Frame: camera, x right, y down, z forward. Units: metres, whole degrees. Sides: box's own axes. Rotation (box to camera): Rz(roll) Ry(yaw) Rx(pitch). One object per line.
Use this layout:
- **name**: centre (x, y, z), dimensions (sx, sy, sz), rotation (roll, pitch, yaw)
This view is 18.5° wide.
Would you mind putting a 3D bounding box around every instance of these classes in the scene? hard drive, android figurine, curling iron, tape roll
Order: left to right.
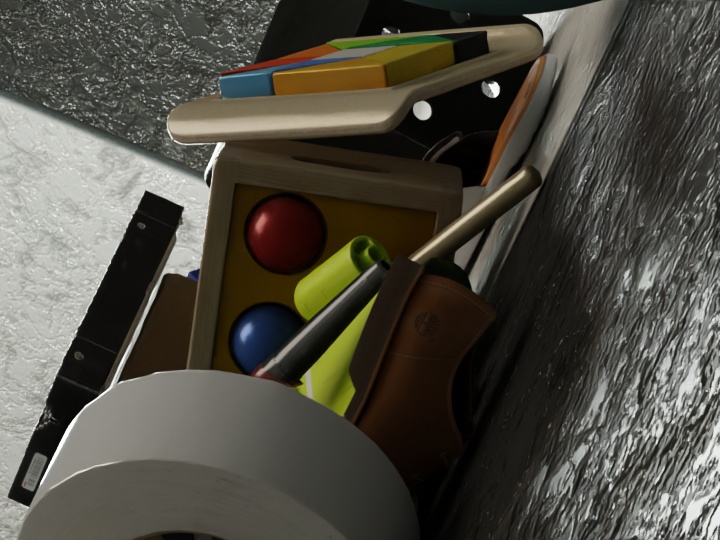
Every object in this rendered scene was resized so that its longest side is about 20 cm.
- **hard drive**: centre (-0.182, 0.056, 1.539), dimensions (0.200, 0.038, 0.140), rotation (-72, 7, -49)
- **tape roll**: centre (-0.071, 0.148, 1.127), dimensions (0.071, 0.202, 0.203), rotation (-71, 5, -51)
- **curling iron**: centre (-0.049, 0.067, 1.268), dimensions (0.200, 0.026, 0.050), rotation (-44, 16, 17)
- **android figurine**: centre (-0.005, 0.076, 1.280), dimensions (0.200, 0.041, 0.183), rotation (-37, 50, 46)

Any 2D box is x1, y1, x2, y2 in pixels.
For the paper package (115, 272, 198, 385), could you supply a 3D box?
- **paper package**: centre (-0.085, 0.126, 1.543), dimensions (0.191, 0.200, 0.104), rotation (-69, 4, -46)

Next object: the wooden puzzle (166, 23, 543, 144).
- **wooden puzzle**: centre (-0.003, -0.129, 1.444), dimensions (0.200, 0.185, 0.037), rotation (-32, -64, -52)

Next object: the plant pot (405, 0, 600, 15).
- **plant pot**: centre (0.110, -0.228, 1.267), dimensions (0.200, 0.134, 0.201), rotation (-158, 90, -88)

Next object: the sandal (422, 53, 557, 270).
- **sandal**: centre (0.075, -0.076, 1.521), dimensions (0.079, 0.059, 0.207), rotation (-70, 4, -53)

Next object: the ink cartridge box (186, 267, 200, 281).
- **ink cartridge box**: centre (-0.041, 0.019, 1.715), dimensions (0.200, 0.094, 0.044), rotation (-21, -35, -45)

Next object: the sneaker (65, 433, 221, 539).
- **sneaker**: centre (-0.129, 0.181, 1.255), dimensions (0.070, 0.108, 0.200), rotation (-106, 26, -54)

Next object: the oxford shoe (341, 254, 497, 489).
- **oxford shoe**: centre (0.019, 0.093, 1.156), dimensions (0.071, 0.071, 0.200), rotation (-58, -12, -60)

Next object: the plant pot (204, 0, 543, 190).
- **plant pot**: centre (0.029, -0.128, 1.667), dimensions (0.177, 0.200, 0.200), rotation (-33, 33, 64)

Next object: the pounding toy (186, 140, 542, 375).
- **pounding toy**: centre (0.000, 0.000, 1.390), dimensions (0.142, 0.199, 0.185), rotation (-80, -2, -78)
